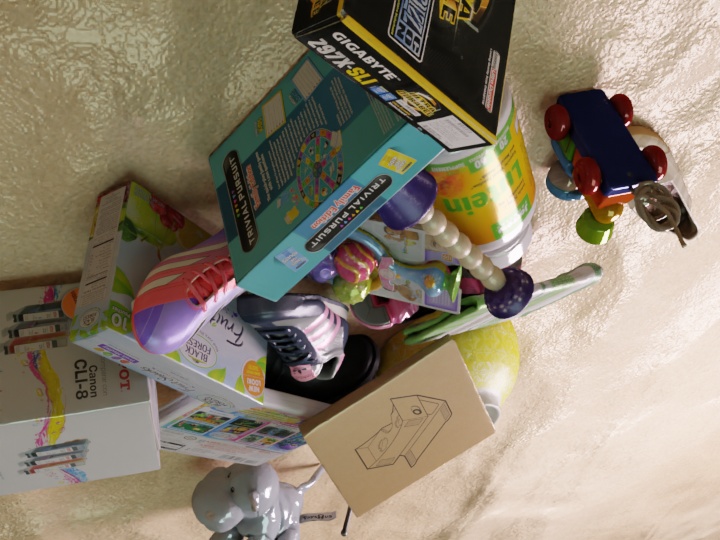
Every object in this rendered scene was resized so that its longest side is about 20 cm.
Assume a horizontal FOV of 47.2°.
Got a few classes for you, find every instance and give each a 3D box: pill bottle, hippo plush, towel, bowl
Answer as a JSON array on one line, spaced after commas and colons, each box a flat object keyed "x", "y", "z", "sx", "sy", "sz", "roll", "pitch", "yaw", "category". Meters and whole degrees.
[{"x": 0.103, "y": -0.088, "z": 0.765, "sx": 0.110, "sy": 0.112, "sz": 0.201, "roll": -24, "pitch": 141, "yaw": 6, "category": "pill bottle"}, {"x": -0.141, "y": 0.335, "z": 1.114, "sx": 0.197, "sy": 0.161, "sz": 0.162, "roll": -19, "pitch": 142, "yaw": 0, "category": "hippo plush"}, {"x": 0.158, "y": 0.034, "z": 0.922, "sx": 0.198, "sy": 0.031, "sz": 0.149, "roll": -10, "pitch": 165, "yaw": -35, "category": "towel"}, {"x": 0.125, "y": 0.149, "z": 1.052, "sx": 0.197, "sy": 0.109, "sz": 0.202, "roll": -12, "pitch": 140, "yaw": -10, "category": "bowl"}]

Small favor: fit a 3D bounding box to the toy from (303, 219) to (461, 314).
[{"x": 0.000, "y": 0.000, "z": 0.801, "sx": 0.197, "sy": 0.048, "sz": 0.116, "roll": 9, "pitch": 141, "yaw": 11, "category": "toy"}]

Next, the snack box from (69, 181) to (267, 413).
[{"x": -0.164, "y": 0.032, "z": 0.760, "sx": 0.052, "sy": 0.144, "sz": 0.200, "roll": -16, "pitch": 147, "yaw": 29, "category": "snack box"}]

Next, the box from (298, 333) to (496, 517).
[{"x": 0.047, "y": 0.182, "z": 0.949, "sx": 0.198, "sy": 0.021, "sz": 0.165, "roll": -30, "pitch": 125, "yaw": -3, "category": "box"}]

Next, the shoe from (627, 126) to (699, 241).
[{"x": 0.324, "y": -0.091, "z": 0.901, "sx": 0.070, "sy": 0.054, "sz": 0.199, "roll": -37, "pitch": 138, "yaw": 20, "category": "shoe"}]

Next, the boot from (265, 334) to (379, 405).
[{"x": -0.092, "y": 0.099, "z": 0.925, "sx": 0.198, "sy": 0.077, "sz": 0.168, "roll": -21, "pitch": 145, "yaw": 11, "category": "boot"}]

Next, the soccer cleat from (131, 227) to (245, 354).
[{"x": -0.121, "y": 0.002, "z": 0.712, "sx": 0.076, "sy": 0.200, "sz": 0.067, "roll": -15, "pitch": 108, "yaw": 32, "category": "soccer cleat"}]

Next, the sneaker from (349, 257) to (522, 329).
[{"x": 0.084, "y": 0.014, "z": 0.922, "sx": 0.197, "sy": 0.080, "sz": 0.096, "roll": -18, "pitch": 163, "yaw": -1, "category": "sneaker"}]

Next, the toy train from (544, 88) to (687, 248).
[{"x": 0.236, "y": -0.065, "z": 0.781, "sx": 0.083, "sy": 0.202, "sz": 0.116, "roll": -11, "pitch": 145, "yaw": -10, "category": "toy train"}]

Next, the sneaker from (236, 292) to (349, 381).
[{"x": -0.059, "y": 0.067, "z": 0.813, "sx": 0.069, "sy": 0.083, "sz": 0.200, "roll": -1, "pitch": 171, "yaw": 23, "category": "sneaker"}]

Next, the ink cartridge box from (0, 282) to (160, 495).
[{"x": -0.298, "y": 0.112, "z": 0.790, "sx": 0.197, "sy": 0.147, "sz": 0.146, "roll": -7, "pitch": 144, "yaw": -15, "category": "ink cartridge box"}]

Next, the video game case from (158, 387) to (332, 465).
[{"x": -0.140, "y": 0.180, "z": 0.953, "sx": 0.181, "sy": 0.024, "sz": 0.199, "roll": -30, "pitch": 143, "yaw": 35, "category": "video game case"}]

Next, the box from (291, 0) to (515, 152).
[{"x": 0.042, "y": -0.205, "z": 0.543, "sx": 0.049, "sy": 0.203, "sz": 0.159, "roll": -7, "pitch": 156, "yaw": 44, "category": "box"}]

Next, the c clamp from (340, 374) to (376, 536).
[{"x": 0.005, "y": 0.203, "z": 1.025, "sx": 0.027, "sy": 0.172, "sz": 0.202, "roll": 8, "pitch": 133, "yaw": 4, "category": "c clamp"}]

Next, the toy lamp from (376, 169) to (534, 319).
[{"x": 0.075, "y": -0.028, "z": 0.706, "sx": 0.058, "sy": 0.059, "sz": 0.200, "roll": -36, "pitch": 126, "yaw": 19, "category": "toy lamp"}]

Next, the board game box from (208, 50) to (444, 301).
[{"x": -0.034, "y": -0.096, "z": 0.664, "sx": 0.200, "sy": 0.152, "sz": 0.047, "roll": -41, "pitch": 137, "yaw": 25, "category": "board game box"}]
